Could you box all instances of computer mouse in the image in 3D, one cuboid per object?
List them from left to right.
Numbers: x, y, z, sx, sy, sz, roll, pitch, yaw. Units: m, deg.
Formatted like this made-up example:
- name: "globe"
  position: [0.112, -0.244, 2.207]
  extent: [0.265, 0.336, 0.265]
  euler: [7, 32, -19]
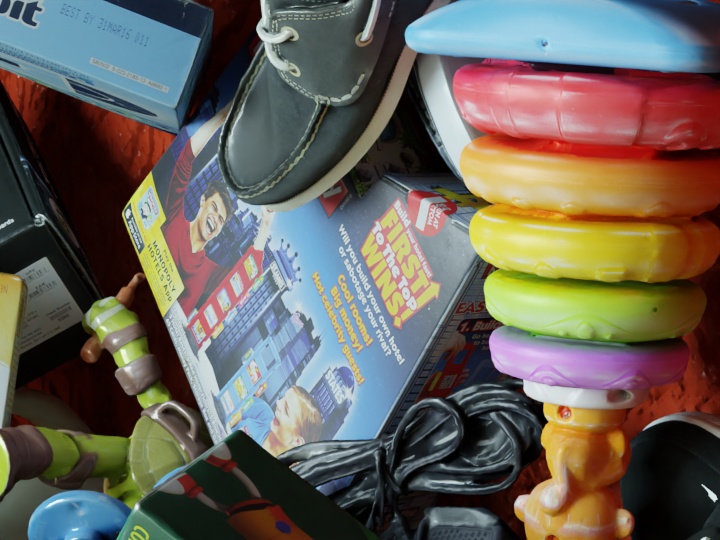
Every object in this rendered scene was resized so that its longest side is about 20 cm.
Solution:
- name: "computer mouse"
  position: [0.053, 0.145, 0.866]
  extent: [0.138, 0.053, 0.201]
  euler: [-23, 87, 34]

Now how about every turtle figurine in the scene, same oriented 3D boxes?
- name: "turtle figurine"
  position: [-0.087, 0.099, 0.978]
  extent: [0.064, 0.161, 0.201]
  euler: [-23, 85, 39]

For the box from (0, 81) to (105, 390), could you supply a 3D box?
- name: "box"
  position: [-0.238, 0.003, 1.093]
  extent: [0.164, 0.199, 0.086]
  euler: [60, 178, 47]

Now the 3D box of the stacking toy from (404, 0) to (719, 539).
- name: "stacking toy"
  position: [0.080, 0.007, 0.778]
  extent: [0.115, 0.110, 0.202]
  euler: [6, 98, 27]

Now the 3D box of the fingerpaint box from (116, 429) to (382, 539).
- name: "fingerpaint box"
  position: [-0.033, 0.186, 0.747]
  extent: [0.166, 0.073, 0.201]
  euler: [37, 119, 13]

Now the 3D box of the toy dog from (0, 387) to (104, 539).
- name: "toy dog"
  position: [-0.194, 0.161, 1.075]
  extent: [0.139, 0.199, 0.196]
  euler: [11, 102, 50]

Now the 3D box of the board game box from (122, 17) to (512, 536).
- name: "board game box"
  position: [0.000, 0.000, 0.928]
  extent: [0.200, 0.061, 0.201]
  euler: [-47, 58, 42]

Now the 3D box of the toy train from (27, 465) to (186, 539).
- name: "toy train"
  position: [-0.094, 0.146, 0.865]
  extent: [0.199, 0.115, 0.087]
  euler: [-16, 36, 17]

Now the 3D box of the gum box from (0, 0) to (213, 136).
- name: "gum box"
  position: [-0.146, -0.110, 0.950]
  extent: [0.200, 0.169, 0.045]
  euler: [-166, 97, -86]

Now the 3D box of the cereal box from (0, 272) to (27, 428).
- name: "cereal box"
  position: [-0.226, 0.094, 0.975]
  extent: [0.040, 0.143, 0.202]
  euler: [121, 155, -80]

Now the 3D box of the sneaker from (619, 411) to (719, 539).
- name: "sneaker"
  position: [0.118, 0.137, 0.752]
  extent: [0.073, 0.111, 0.201]
  euler: [-49, 56, 40]

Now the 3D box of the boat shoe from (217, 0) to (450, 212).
- name: "boat shoe"
  position: [-0.011, -0.099, 0.821]
  extent: [0.200, 0.067, 0.072]
  euler: [-55, 46, 40]

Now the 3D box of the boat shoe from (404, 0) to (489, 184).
- name: "boat shoe"
  position: [0.024, -0.103, 0.890]
  extent: [0.091, 0.070, 0.202]
  euler: [-39, 57, 48]
